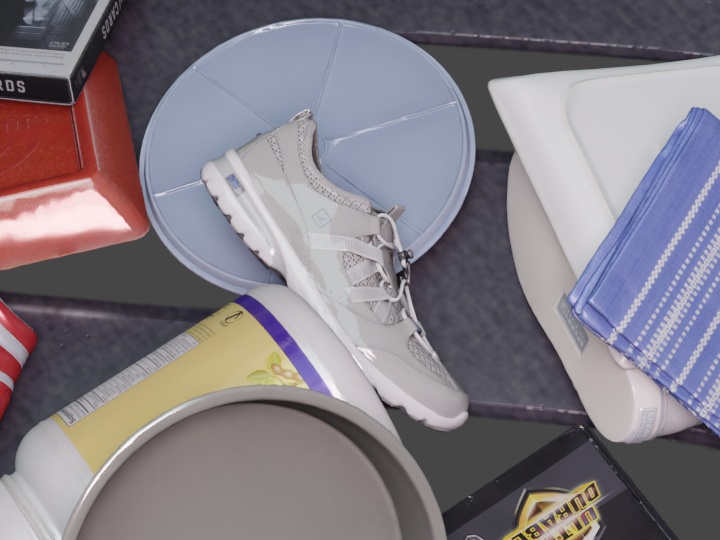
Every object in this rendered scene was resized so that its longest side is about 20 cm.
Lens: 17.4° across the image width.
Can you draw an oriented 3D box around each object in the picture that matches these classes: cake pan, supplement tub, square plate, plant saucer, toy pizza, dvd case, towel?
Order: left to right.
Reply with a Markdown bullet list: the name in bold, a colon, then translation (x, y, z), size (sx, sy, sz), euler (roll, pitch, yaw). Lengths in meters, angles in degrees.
- **plant saucer**: translation (-0.232, -0.068, 1.362), size (0.198, 0.037, 0.200), euler (-13, 36, -4)
- **dvd case**: translation (-0.217, -0.171, 1.434), size (0.149, 0.025, 0.200), euler (5, 40, 11)
- **supplement tub**: translation (-0.088, 0.115, 1.216), size (0.199, 0.146, 0.146), euler (-33, 61, -12)
- **cake pan**: translation (-0.055, 0.151, 1.135), size (0.200, 0.201, 0.037), euler (-33, 17, -13)
- **toy pizza**: translation (-0.031, -0.063, 1.383), size (0.199, 0.032, 0.201), euler (-3, 58, 5)
- **square plate**: translation (0.194, -0.045, 1.304), size (0.199, 0.029, 0.199), euler (-8, 57, -24)
- **towel**: translation (0.213, 0.026, 1.241), size (0.200, 0.024, 0.145), euler (40, 67, -14)

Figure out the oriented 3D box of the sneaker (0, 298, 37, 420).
- **sneaker**: translation (-0.279, 0.029, 1.335), size (0.199, 0.071, 0.113), euler (26, 69, 12)

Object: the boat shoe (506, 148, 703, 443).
- **boat shoe**: translation (0.140, 0.006, 1.303), size (0.068, 0.072, 0.201), euler (-3, 46, -24)

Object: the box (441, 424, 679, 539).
- **box**: translation (0.092, 0.209, 1.195), size (0.199, 0.050, 0.199), euler (-31, 60, -11)

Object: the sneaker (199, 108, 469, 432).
- **sneaker**: translation (0.000, 0.000, 1.281), size (0.082, 0.075, 0.200), euler (-39, 88, 0)
